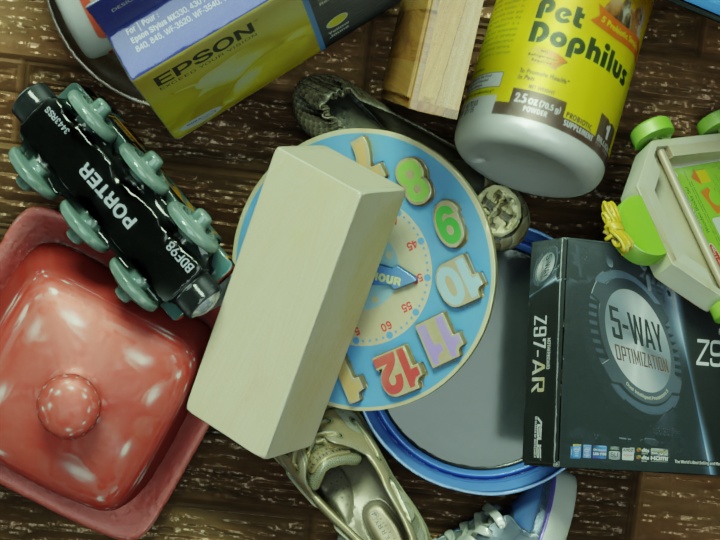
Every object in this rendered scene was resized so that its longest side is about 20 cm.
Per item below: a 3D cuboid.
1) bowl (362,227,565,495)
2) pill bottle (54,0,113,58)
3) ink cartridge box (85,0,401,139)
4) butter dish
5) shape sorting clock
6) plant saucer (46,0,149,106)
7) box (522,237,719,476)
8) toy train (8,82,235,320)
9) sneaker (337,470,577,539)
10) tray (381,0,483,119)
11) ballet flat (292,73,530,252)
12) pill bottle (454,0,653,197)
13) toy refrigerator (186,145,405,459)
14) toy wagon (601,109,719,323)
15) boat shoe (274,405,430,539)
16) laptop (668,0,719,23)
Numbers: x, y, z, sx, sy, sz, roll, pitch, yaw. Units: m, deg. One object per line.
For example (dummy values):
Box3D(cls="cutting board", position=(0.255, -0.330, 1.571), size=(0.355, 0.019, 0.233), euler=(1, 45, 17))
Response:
Box3D(cls="bowl", position=(0.092, 0.064, 1.321), size=(0.199, 0.039, 0.203), euler=(0, 88, -1))
Box3D(cls="pill bottle", position=(-0.118, -0.233, 1.214), size=(0.199, 0.111, 0.112), euler=(-24, 98, -2))
Box3D(cls="ink cartridge box", position=(-0.067, -0.176, 1.182), size=(0.197, 0.200, 0.047), euler=(-30, 80, 0))
Box3D(cls="butter dish", position=(-0.199, 0.083, 1.259), size=(0.199, 0.148, 0.201), euler=(29, 93, -7))
Box3D(cls="shape sorting clock", position=(0.000, 0.000, 1.267), size=(0.198, 0.039, 0.202), euler=(2, 98, 17))
Box3D(cls="plant saucer", position=(-0.128, -0.217, 1.286), size=(0.198, 0.032, 0.202), euler=(0, 96, -4))
Box3D(cls="box", position=(0.213, 0.066, 1.292), size=(0.198, 0.043, 0.162), euler=(7, 83, -27))
Box3D(cls="toy train", position=(-0.162, -0.049, 1.244), size=(0.085, 0.114, 0.200), euler=(-43, 82, 7))
Box3D(cls="sneaker", position=(0.058, 0.213, 1.330), size=(0.146, 0.081, 0.201), euler=(28, 91, -4))
Box3D(cls="tray", position=(0.048, -0.159, 1.221), size=(0.037, 0.200, 0.100), euler=(12, 96, -5))
Box3D(cls="ballet flat", position=(0.036, -0.080, 1.289), size=(0.199, 0.046, 0.068), euler=(35, 74, 4))
Box3D(cls="pill bottle", position=(0.143, -0.161, 1.258), size=(0.108, 0.109, 0.202), euler=(20, 74, -7))
Box3D(cls="toy refrigerator", position=(-0.044, 0.021, 1.233), size=(0.076, 0.070, 0.201), euler=(28, 108, 26))
Box3D(cls="toy wagon", position=(0.243, -0.037, 1.278), size=(0.199, 0.040, 0.156), euler=(-9, 67, -33))
Box3D(cls="boat shoe", position=(-0.021, 0.136, 1.295), size=(0.072, 0.065, 0.201), euler=(-36, 75, -3))
Box3D(cls="laptop", position=(0.251, -0.260, 1.230), size=(0.177, 0.103, 0.202), euler=(-28, 102, -46))
